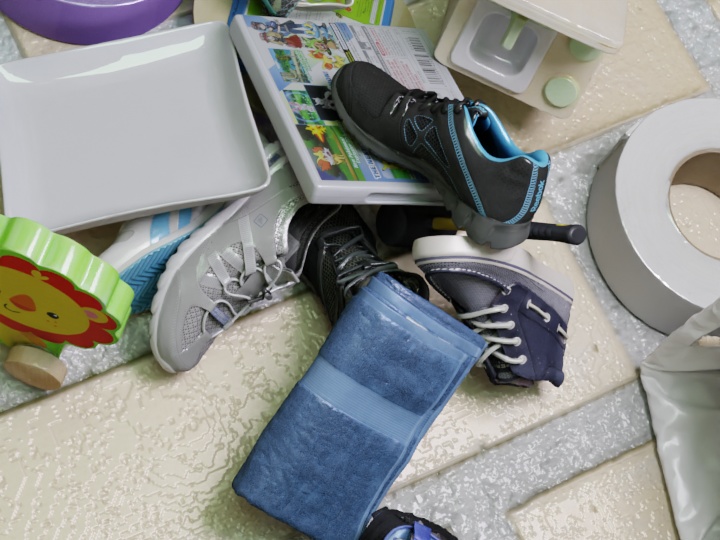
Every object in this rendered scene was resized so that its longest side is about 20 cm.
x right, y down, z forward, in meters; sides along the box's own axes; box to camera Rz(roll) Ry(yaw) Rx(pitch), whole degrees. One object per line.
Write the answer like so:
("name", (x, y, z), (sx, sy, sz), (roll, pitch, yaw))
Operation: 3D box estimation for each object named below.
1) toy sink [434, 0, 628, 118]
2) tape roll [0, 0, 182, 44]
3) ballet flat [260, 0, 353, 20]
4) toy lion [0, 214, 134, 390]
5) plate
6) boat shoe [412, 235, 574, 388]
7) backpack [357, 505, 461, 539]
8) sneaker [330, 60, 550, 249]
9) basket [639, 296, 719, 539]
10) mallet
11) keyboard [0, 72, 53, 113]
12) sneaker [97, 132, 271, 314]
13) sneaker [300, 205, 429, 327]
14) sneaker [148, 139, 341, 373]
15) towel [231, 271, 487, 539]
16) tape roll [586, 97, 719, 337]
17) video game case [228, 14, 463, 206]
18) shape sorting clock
("toy sink", (0.143, -0.214, 1.505), (0.130, 0.112, 0.200), (23, 35, -6))
("tape roll", (-0.227, -0.290, 1.498), (0.199, 0.066, 0.201), (5, 68, -13))
("ballet flat", (-0.011, -0.257, 1.518), (0.199, 0.074, 0.074), (-26, 77, -32))
("toy lion", (-0.263, 0.007, 1.296), (0.199, 0.192, 0.069), (22, 64, -5))
("plate", (-0.182, -0.105, 1.400), (0.199, 0.032, 0.201), (-13, 49, -6))
("boat shoe", (0.107, 0.036, 1.403), (0.200, 0.074, 0.093), (20, 69, -51))
("backpack", (0.063, 0.291, 1.292), (0.200, 0.135, 0.183), (33, 82, -8))
("sneaker", (0.063, -0.106, 1.354), (0.200, 0.082, 0.073), (40, 39, 21))
("basket", (0.343, 0.127, 1.412), (0.160, 0.198, 0.201), (-2, 69, -18))
("mallet", (0.089, -0.034, 1.410), (0.066, 0.200, 0.041), (-2, 95, -33))
("keyboard", (-0.320, -0.141, 1.441), (0.199, 0.011, 0.057), (13, 66, -10))
("sneaker", (-0.150, -0.044, 1.421), (0.081, 0.077, 0.200), (36, 61, 18))
("sneaker", (0.000, 0.000, 1.416), (0.076, 0.114, 0.200), (-14, 70, -22))
("sneaker", (-0.087, -0.004, 1.380), (0.082, 0.075, 0.200), (32, 86, 28))
("towel", (-0.002, 0.107, 1.340), (0.111, 0.049, 0.200), (32, 95, -28))
("tape roll", (0.295, -0.043, 1.537), (0.201, 0.071, 0.203), (5, 68, -13))
("video game case", (0.008, -0.126, 1.431), (0.182, 0.022, 0.200), (0, 47, -30))
("shape sorting clock", (-0.045, -0.200, 1.524), (0.199, 0.039, 0.201), (11, 58, -19))
